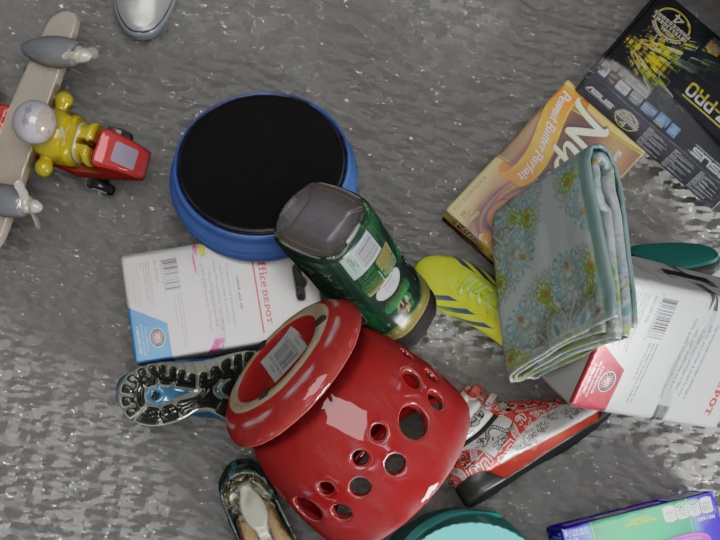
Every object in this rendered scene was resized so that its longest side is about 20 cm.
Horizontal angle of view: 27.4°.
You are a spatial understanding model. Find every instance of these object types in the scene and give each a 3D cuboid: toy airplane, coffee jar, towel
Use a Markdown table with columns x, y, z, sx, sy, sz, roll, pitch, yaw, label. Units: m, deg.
| x | y | z | sx | sy | sz | roll | pitch | yaw | label |
| --- | --- | --- | --- | --- | --- | --- | --- | --- | --- |
| -0.342 | -0.149 | 1.536 | 0.199 | 0.141 | 0.201 | -26 | 84 | -6 | toy airplane |
| 0.000 | 0.000 | 1.501 | 0.104 | 0.200 | 0.085 | 24 | 72 | 37 | coffee jar |
| 0.194 | -0.004 | 1.458 | 0.048 | 0.171 | 0.201 | 12 | 63 | -31 | towel |

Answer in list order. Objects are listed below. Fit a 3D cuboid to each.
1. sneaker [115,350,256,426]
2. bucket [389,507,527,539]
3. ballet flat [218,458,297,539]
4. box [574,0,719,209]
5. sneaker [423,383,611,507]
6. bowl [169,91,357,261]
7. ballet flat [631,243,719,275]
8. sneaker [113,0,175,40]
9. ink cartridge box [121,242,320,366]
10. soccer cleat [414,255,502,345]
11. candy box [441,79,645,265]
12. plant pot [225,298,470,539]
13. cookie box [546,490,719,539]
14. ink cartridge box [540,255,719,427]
| x | y | z | sx | sy | sz | roll | pitch | yaw | label |
| --- | --- | --- | --- | --- | --- | --- | --- | --- | --- |
| -0.161 | 0.117 | 1.540 | 0.199 | 0.090 | 0.079 | 3 | 93 | -24 | sneaker |
| 0.104 | 0.341 | 1.494 | 0.206 | 0.135 | 0.208 | 1 | 81 | -3 | bucket |
| -0.094 | 0.290 | 1.525 | 0.074 | 0.074 | 0.200 | -28 | 85 | -7 | ballet flat |
| 0.354 | -0.188 | 1.604 | 0.200 | 0.049 | 0.161 | 42 | 63 | 3 | box |
| 0.165 | 0.154 | 1.558 | 0.201 | 0.067 | 0.108 | -29 | 71 | -16 | sneaker |
| -0.103 | -0.105 | 1.556 | 0.200 | 0.039 | 0.201 | 0 | 59 | 1 | bowl |
| 0.288 | 0.010 | 1.579 | 0.199 | 0.074 | 0.075 | -2 | 82 | -17 | ballet flat |
| -0.229 | -0.353 | 1.606 | 0.073 | 0.071 | 0.201 | 8 | 81 | -2 | sneaker |
| -0.144 | 0.030 | 1.558 | 0.199 | 0.068 | 0.116 | -9 | 81 | -4 | ink cartridge box |
| 0.146 | 0.043 | 1.564 | 0.200 | 0.084 | 0.065 | 35 | 82 | 2 | soccer cleat |
| 0.198 | -0.093 | 1.601 | 0.115 | 0.055 | 0.200 | 43 | 81 | 3 | candy box |
| -0.023 | 0.146 | 1.460 | 0.182 | 0.200 | 0.201 | 41 | 81 | -18 | plant pot |
| 0.303 | 0.346 | 1.534 | 0.171 | 0.075 | 0.201 | -13 | 84 | -6 | cookie box |
| 0.297 | 0.070 | 1.505 | 0.199 | 0.084 | 0.145 | 12 | 109 | -30 | ink cartridge box |
